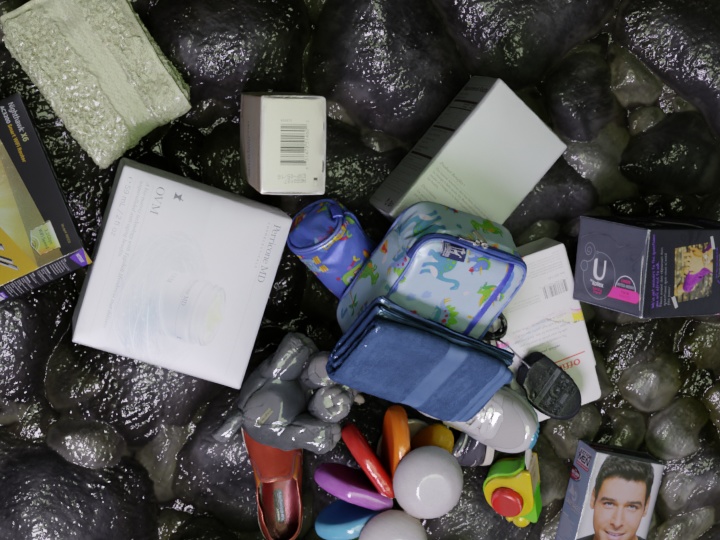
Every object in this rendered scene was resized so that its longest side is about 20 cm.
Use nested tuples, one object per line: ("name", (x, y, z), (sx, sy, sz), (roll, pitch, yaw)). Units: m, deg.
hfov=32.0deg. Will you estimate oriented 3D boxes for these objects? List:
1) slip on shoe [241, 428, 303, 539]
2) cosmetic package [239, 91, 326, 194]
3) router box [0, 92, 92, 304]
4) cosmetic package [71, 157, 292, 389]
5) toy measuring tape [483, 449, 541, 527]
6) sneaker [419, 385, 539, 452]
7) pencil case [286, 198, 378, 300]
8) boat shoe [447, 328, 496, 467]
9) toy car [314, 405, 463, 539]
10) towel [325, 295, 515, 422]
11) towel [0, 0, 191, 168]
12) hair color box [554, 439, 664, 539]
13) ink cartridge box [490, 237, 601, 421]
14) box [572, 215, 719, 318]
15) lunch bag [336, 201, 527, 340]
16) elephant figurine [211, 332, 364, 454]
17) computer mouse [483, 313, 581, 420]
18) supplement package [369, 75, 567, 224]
("slip on shoe", (-0.101, 0.233, 1.504), (0.073, 0.061, 0.204), (-6, 95, -9))
("cosmetic package", (-0.088, -0.143, 1.379), (0.072, 0.200, 0.106), (-1, 98, -12))
("router box", (-0.400, -0.069, 1.354), (0.155, 0.052, 0.202), (-25, 74, -7))
("cosmetic package", (-0.203, 0.002, 1.417), (0.197, 0.123, 0.203), (17, 95, -15))
("toy measuring tape", (0.182, 0.240, 1.547), (0.072, 0.074, 0.203), (-17, 124, -9))
("sneaker", (0.117, 0.157, 1.475), (0.198, 0.080, 0.078), (28, 109, 26))
("pencil case", (0.000, 0.000, 1.449), (0.086, 0.079, 0.200), (-35, 129, 12))
("boat shoe", (0.129, 0.145, 1.536), (0.062, 0.073, 0.204), (-5, 104, -14))
("toy car", (0.020, 0.254, 1.475), (0.149, 0.175, 0.202), (29, 93, -13))
("towel", (0.065, 0.102, 1.362), (0.198, 0.049, 0.112), (21, 126, -32))
("towel", (-0.295, -0.231, 1.405), (0.147, 0.036, 0.201), (-35, 104, -4))
("hair color box", (0.311, 0.329, 1.608), (0.097, 0.061, 0.204), (11, 95, -13))
("ink cartridge box", (0.214, 0.075, 1.545), (0.115, 0.067, 0.203), (-18, 101, -9))
("box", (0.369, -0.006, 1.508), (0.197, 0.122, 0.108), (0, 99, -33))
("lunch bag", (0.081, 0.027, 1.388), (0.159, 0.083, 0.201), (17, 124, -30))
("elephant figurine", (-0.059, 0.149, 1.454), (0.153, 0.200, 0.144), (21, 89, 7))
("computer mouse", (0.186, 0.106, 1.496), (0.200, 0.034, 0.059), (43, 79, -8))
("supplement package", (0.123, -0.113, 1.470), (0.117, 0.117, 0.201), (41, 90, -15))
